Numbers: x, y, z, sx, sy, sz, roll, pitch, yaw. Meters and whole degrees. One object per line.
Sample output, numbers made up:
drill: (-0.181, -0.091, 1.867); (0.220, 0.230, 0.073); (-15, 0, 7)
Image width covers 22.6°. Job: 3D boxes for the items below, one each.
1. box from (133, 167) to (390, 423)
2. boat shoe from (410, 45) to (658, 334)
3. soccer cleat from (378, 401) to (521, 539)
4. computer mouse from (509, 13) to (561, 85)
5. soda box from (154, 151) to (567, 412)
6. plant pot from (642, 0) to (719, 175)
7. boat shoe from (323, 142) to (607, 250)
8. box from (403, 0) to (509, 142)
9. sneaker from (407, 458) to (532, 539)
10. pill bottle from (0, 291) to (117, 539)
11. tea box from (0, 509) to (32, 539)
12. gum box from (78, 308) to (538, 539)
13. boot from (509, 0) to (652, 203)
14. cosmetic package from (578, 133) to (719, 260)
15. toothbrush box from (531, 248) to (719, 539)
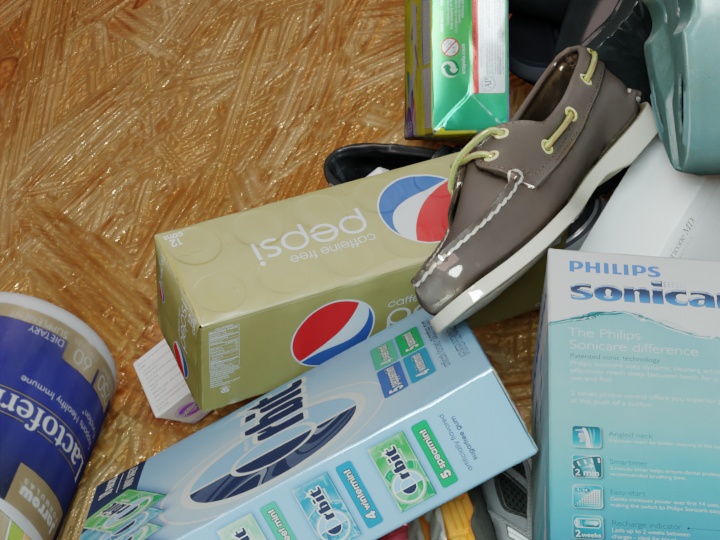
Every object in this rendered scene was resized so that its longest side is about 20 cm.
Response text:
box: (-0.044, 0.017, 1.021); (0.200, 0.039, 0.042); (-39, 62, 22)
boat shoe: (0.073, -0.042, 0.830); (0.072, 0.060, 0.200); (-36, 5, 46)
soccer cleat: (0.006, 0.129, 0.870); (0.073, 0.068, 0.200); (1, 46, 46)
computer mouse: (0.181, -0.148, 1.050); (0.199, 0.053, 0.139); (-17, 50, 21)
soda box: (0.000, 0.000, 0.901); (0.199, 0.064, 0.068); (-16, 49, -19)
plant pot: (0.228, -0.128, 0.800); (0.195, 0.201, 0.201); (-7, 39, 4)
boat shoe: (0.054, -0.044, 1.027); (0.200, 0.066, 0.070); (14, 59, 48)
box: (0.051, -0.133, 1.044); (0.048, 0.118, 0.200); (-1, 4, -5)
sneaker: (0.077, 0.152, 0.778); (0.077, 0.078, 0.200); (-3, 48, -14)
pill bottle: (-0.223, 0.120, 1.042); (0.115, 0.116, 0.200); (-13, 42, 31)
tea box: (-0.179, 0.244, 0.787); (0.133, 0.197, 0.200); (-22, 38, 22)
gum box: (-0.029, 0.089, 0.800); (0.200, 0.045, 0.170); (-29, 10, 2)
boot: (0.118, -0.144, 0.998); (0.199, 0.073, 0.162); (-59, 33, 6)
cosmetic package: (0.187, -0.052, 0.905); (0.051, 0.083, 0.200); (5, 53, 45)
toothbrush box: (0.143, 0.090, 0.724); (0.146, 0.085, 0.200); (3, 44, 1)
